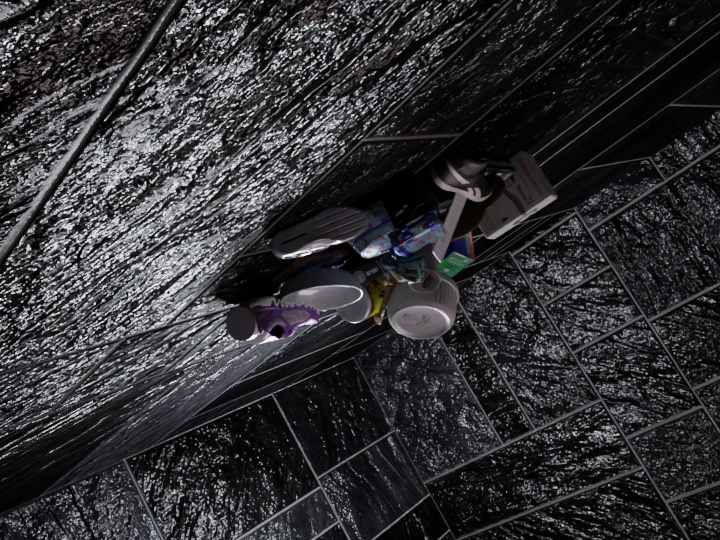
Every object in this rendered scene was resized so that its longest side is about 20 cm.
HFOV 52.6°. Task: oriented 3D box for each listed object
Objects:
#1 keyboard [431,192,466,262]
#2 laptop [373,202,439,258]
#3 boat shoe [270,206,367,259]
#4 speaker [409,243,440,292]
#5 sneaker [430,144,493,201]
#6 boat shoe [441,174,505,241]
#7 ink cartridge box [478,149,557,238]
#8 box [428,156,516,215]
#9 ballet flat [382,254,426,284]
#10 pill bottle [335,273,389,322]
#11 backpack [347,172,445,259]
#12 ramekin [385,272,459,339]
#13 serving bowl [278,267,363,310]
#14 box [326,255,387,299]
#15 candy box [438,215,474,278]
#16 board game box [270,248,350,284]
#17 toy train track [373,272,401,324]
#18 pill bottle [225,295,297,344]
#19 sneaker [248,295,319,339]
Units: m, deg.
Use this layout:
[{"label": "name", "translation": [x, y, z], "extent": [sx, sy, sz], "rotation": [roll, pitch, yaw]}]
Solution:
[{"label": "keyboard", "translation": [0.205, -0.116, 1.633], "extent": [0.200, 0.011, 0.056], "rotation": [-67, 151, -18]}, {"label": "laptop", "translation": [0.089, -0.107, 1.748], "extent": [0.187, 0.116, 0.200], "rotation": [-15, 141, 0]}, {"label": "boat shoe", "translation": [-0.085, -0.075, 1.431], "extent": [0.200, 0.072, 0.071], "rotation": [-17, 175, -14]}, {"label": "speaker", "translation": [0.156, -0.039, 1.852], "extent": [0.081, 0.200, 0.081], "rotation": [-1, 134, -1]}, {"label": "sneaker", "translation": [0.253, -0.212, 1.569], "extent": [0.200, 0.073, 0.112], "rotation": [4, 145, -46]}, {"label": "boat shoe", "translation": [0.262, -0.138, 1.709], "extent": [0.200, 0.073, 0.065], "rotation": [-42, 172, -7]}, {"label": "ink cartridge box", "translation": [0.380, -0.195, 1.878], "extent": [0.200, 0.146, 0.084], "rotation": [-35, 167, 22]}, {"label": "box", "translation": [0.260, -0.204, 1.777], "extent": [0.200, 0.048, 0.193], "rotation": [-36, 164, 28]}, {"label": "ballet flat", "translation": [0.099, -0.003, 1.659], "extent": [0.074, 0.074, 0.200], "rotation": [-29, -171, -7]}, {"label": "pill bottle", "translation": [0.022, 0.067, 2.025], "extent": [0.114, 0.114, 0.200], "rotation": [-37, 173, 31]}, {"label": "backpack", "translation": [0.063, -0.092, 1.539], "extent": [0.200, 0.135, 0.183], "rotation": [-30, 170, 3]}, {"label": "ramekin", "translation": [0.163, 0.097, 1.941], "extent": [0.200, 0.105, 0.200], "rotation": [4, 142, 3]}, {"label": "serving bowl", "translation": [-0.097, 0.038, 1.718], "extent": [0.200, 0.066, 0.200], "rotation": [-8, 161, -3]}, {"label": "box", "translation": [0.000, 0.000, 1.842], "extent": [0.200, 0.044, 0.160], "rotation": [-26, -170, 29]}, {"label": "candy box", "translation": [0.212, -0.058, 1.958], "extent": [0.077, 0.169, 0.200], "rotation": [18, 142, -24]}, {"label": "board game box", "translation": [-0.116, -0.012, 1.735], "extent": [0.103, 0.019, 0.200], "rotation": [-34, 169, 30]}, {"label": "toy train track", "translation": [0.064, 0.046, 1.912], "extent": [0.032, 0.115, 0.200], "rotation": [9, 108, -21]}, {"label": "pill bottle", "translation": [-0.238, 0.121, 1.768], "extent": [0.111, 0.112, 0.200], "rotation": [-34, 168, 19]}, {"label": "sneaker", "translation": [-0.172, 0.117, 1.680], "extent": [0.080, 0.089, 0.200], "rotation": [-23, 158, 34]}]
